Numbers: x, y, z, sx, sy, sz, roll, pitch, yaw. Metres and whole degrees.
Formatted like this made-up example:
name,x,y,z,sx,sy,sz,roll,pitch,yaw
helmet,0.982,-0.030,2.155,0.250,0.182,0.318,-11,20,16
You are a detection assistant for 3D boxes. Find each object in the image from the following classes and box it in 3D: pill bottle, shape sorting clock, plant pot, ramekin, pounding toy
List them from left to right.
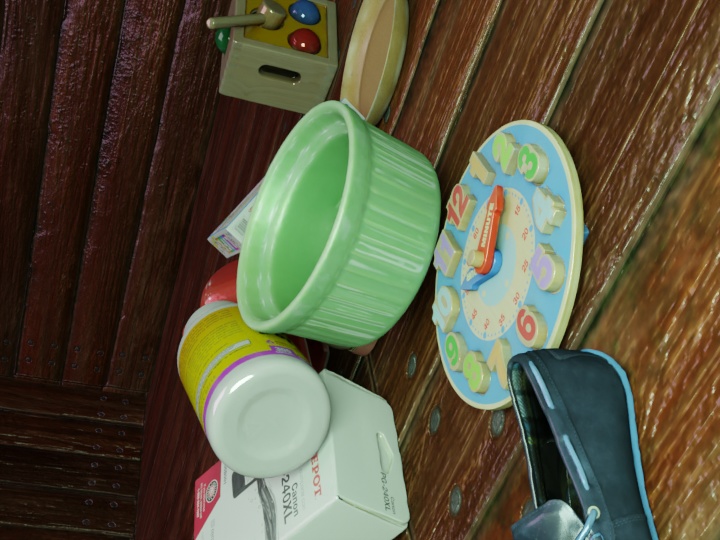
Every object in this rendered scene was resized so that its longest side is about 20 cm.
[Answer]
name,x,y,z,sx,sy,sz,roll,pitch,yaw
pill bottle,-0.103,0.092,0.826,0.200,0.104,0.105,-141,62,-62
pounding toy,-0.136,-0.341,1.378,0.143,0.198,0.185,119,156,-47
ramekin,-0.018,-0.032,0.797,0.200,0.097,0.201,-43,37,44
plant pot,0.017,-0.250,1.101,0.200,0.027,0.202,-170,90,-75
shape sorting clock,0.094,-0.005,0.652,0.200,0.039,0.202,-170,90,-75

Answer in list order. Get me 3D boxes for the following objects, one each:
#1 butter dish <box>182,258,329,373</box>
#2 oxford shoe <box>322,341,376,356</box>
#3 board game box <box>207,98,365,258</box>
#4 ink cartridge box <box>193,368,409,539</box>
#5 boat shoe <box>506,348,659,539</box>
name,x,y,z,sx,sy,sz,roll,pitch,yaw
butter dish,-0.122,0.067,1.026,0.200,0.147,0.201,-74,-26,-74
oxford shoe,0.000,0.000,0.911,0.071,0.074,0.201,-104,29,-56
board game box,-0.088,-0.103,1.077,0.200,0.034,0.134,-50,11,-14
ink cartridge box,-0.060,0.207,0.842,0.200,0.083,0.146,-43,33,25
boat shoe,0.103,0.135,0.474,0.084,0.068,0.201,118,157,-47
